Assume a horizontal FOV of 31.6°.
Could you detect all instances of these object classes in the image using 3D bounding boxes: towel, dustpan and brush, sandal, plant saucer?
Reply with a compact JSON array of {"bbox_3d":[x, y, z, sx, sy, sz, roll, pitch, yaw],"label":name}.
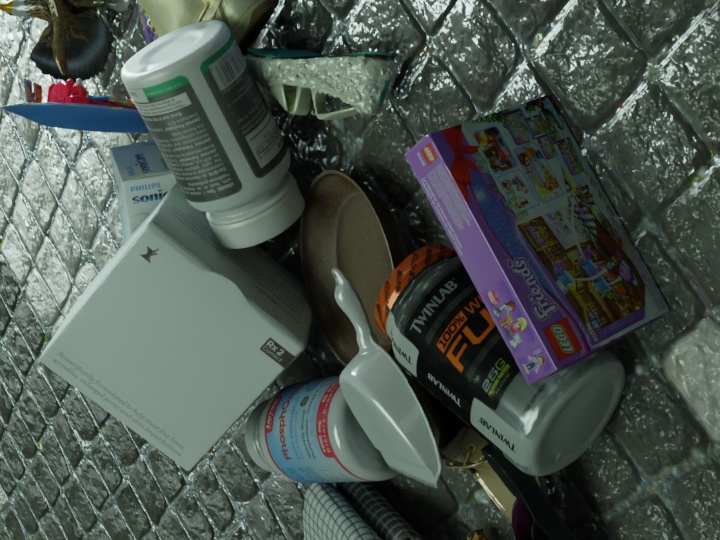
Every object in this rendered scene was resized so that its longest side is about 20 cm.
[{"bbox_3d":[0.012,0.330,1.333,0.166,0.085,0.200,-147,48,-60],"label":"towel"},{"bbox_3d":[0.013,0.092,1.151,0.200,0.057,0.140,56,165,-11],"label":"dustpan and brush"},{"bbox_3d":[0.155,0.233,1.110,0.201,0.048,0.075,54,173,-17],"label":"sandal"},{"bbox_3d":[0.000,0.000,1.224,0.200,0.037,0.201,38,134,54],"label":"plant saucer"}]

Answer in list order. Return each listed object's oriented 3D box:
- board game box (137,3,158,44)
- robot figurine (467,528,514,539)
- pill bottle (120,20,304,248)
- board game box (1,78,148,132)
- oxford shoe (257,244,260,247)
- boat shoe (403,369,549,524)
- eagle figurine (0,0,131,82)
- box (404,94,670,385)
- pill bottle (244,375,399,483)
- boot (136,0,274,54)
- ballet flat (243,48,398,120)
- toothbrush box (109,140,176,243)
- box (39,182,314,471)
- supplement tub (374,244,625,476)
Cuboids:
[{"bbox_3d":[-0.199,-0.274,1.359,0.200,0.039,0.158,43,137,29],"label":"board game box"},{"bbox_3d":[0.128,0.346,1.201,0.145,0.058,0.200,-24,73,35],"label":"robot figurine"},{"bbox_3d":[-0.136,-0.128,1.221,0.113,0.113,0.200,10,133,49],"label":"pill bottle"},{"bbox_3d":[-0.298,-0.187,1.418,0.158,0.200,0.039,2,89,8],"label":"board game box"},{"bbox_3d":[-0.121,-0.068,1.343,0.074,0.071,0.200,27,129,35],"label":"oxford shoe"},{"bbox_3d":[0.100,0.152,1.171,0.200,0.069,0.074,60,143,11],"label":"boat shoe"},{"bbox_3d":[-0.355,-0.311,1.495,0.152,0.151,0.200,-63,11,-1],"label":"eagle figurine"},{"bbox_3d":[0.137,-0.028,0.977,0.039,0.137,0.200,-38,76,52],"label":"box"},{"bbox_3d":[-0.035,0.165,1.316,0.200,0.109,0.109,-16,95,53],"label":"pill bottle"},{"bbox_3d":[-0.199,-0.248,1.284,0.155,0.073,0.200,44,128,-5],"label":"boot"},{"bbox_3d":[-0.045,-0.174,1.183,0.200,0.072,0.072,14,118,49],"label":"ballet flat"},{"bbox_3d":[-0.222,-0.033,1.432,0.146,0.085,0.200,-130,32,-65],"label":"toothbrush box"},{"bbox_3d":[-0.182,0.057,1.307,0.199,0.131,0.200,39,109,-10],"label":"box"},{"bbox_3d":[0.112,0.069,1.070,0.200,0.122,0.123,38,134,33],"label":"supplement tub"}]
